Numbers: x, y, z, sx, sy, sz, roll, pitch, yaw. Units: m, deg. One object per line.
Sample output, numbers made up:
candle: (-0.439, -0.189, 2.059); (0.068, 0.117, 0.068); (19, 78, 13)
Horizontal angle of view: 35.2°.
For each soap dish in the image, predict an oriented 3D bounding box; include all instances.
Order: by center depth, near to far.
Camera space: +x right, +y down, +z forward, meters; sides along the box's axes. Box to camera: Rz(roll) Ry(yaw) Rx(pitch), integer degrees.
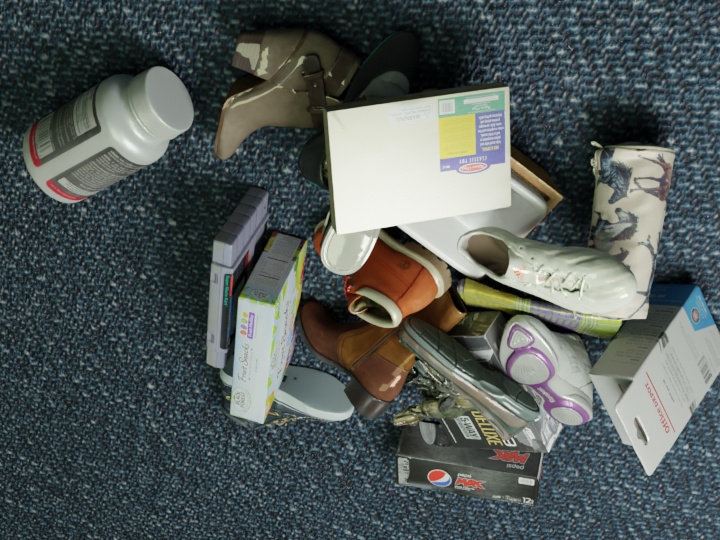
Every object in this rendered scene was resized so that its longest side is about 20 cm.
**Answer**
soap dish: (0.108, -0.101, 1.295); (0.199, 0.082, 0.157); (35, 127, -10)

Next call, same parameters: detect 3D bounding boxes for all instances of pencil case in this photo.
pencil case: (0.282, -0.040, 1.234); (0.088, 0.078, 0.203); (10, 97, 22)

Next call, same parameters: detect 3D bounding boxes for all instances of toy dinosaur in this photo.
toy dinosaur: (0.107, 0.163, 1.431); (0.198, 0.048, 0.088); (-8, 138, 45)

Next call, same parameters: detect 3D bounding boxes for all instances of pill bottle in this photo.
pill bottle: (-0.298, -0.165, 1.352); (0.198, 0.111, 0.111); (-22, 117, 29)

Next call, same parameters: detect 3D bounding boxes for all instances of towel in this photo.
towel: (0.210, 0.045, 1.357); (0.197, 0.023, 0.144); (13, 173, 9)

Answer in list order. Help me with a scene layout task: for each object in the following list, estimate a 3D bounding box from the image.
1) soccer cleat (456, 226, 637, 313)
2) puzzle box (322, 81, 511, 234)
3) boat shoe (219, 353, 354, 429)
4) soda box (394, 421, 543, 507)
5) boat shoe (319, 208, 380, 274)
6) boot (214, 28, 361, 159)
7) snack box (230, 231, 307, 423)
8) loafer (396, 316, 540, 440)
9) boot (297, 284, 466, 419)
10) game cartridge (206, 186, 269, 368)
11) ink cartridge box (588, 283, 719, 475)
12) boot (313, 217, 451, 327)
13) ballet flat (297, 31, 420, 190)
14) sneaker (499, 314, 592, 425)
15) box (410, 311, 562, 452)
soccer cleat: (0.193, 0.000, 1.201); (0.198, 0.077, 0.070); (19, 102, 32)
puzzle box: (0.062, -0.117, 1.183); (0.197, 0.025, 0.135); (-9, 113, -12)
boat shoe: (-0.103, 0.184, 1.582); (0.198, 0.071, 0.092); (17, 130, 13)
soda box: (0.149, 0.263, 1.556); (0.197, 0.071, 0.064); (7, 132, 12)
boat shoe: (0.017, -0.090, 1.235); (0.073, 0.060, 0.202); (23, 110, -15)
boot: (-0.083, -0.189, 1.301); (0.144, 0.071, 0.201); (16, 136, -5)
snack box: (-0.118, 0.073, 1.453); (0.052, 0.143, 0.202); (15, 129, 8)
loafer: (0.118, 0.133, 1.336); (0.199, 0.072, 0.063); (34, 110, -10)
boot: (0.020, 0.053, 1.424); (0.068, 0.189, 0.201); (8, 127, -45)
game cartridge: (-0.154, 0.012, 1.427); (0.038, 0.130, 0.202); (14, 129, 6)
ink cartridge box: (0.337, 0.123, 1.312); (0.066, 0.200, 0.117); (4, 133, 50)
boot: (0.000, 0.000, 1.357); (0.199, 0.107, 0.076); (25, 144, 36)
ballet flat: (0.008, -0.168, 1.246); (0.073, 0.073, 0.200); (37, 105, -12)
sneaker: (0.229, 0.104, 1.388); (0.074, 0.101, 0.200); (-7, 140, 33)
box: (0.149, 0.144, 1.454); (0.156, 0.050, 0.201); (-3, 127, 43)
